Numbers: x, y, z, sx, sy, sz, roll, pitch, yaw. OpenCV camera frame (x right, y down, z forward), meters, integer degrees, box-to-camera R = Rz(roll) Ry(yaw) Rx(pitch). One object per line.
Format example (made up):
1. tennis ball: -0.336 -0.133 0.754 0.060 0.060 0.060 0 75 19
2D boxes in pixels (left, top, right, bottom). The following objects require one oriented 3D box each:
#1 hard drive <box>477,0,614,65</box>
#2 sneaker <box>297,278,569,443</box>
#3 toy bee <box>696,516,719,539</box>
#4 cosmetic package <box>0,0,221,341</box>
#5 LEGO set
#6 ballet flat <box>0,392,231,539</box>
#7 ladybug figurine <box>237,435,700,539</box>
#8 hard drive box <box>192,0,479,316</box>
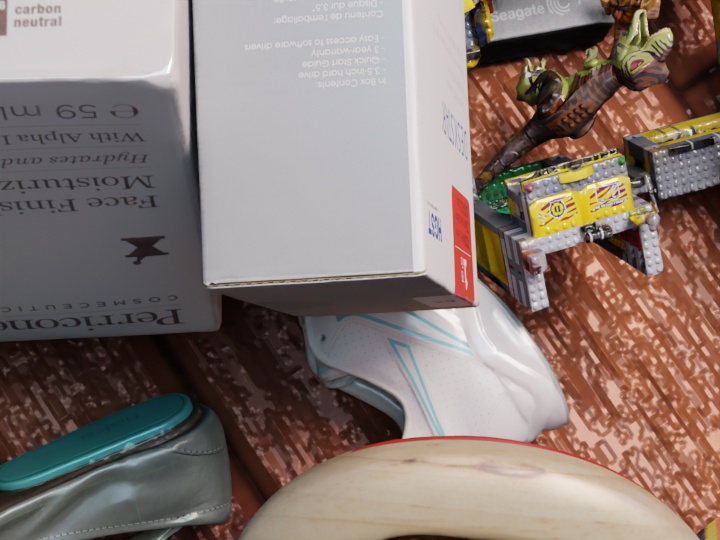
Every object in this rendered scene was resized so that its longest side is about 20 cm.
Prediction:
1. hard drive: 0.022 -0.186 0.945 0.138 0.033 0.202 -10 77 -9
2. sneaker: 0.000 0.000 0.876 0.080 0.070 0.201 -35 79 -2
3. toy bee: 0.226 0.107 0.850 0.199 0.109 0.131 -12 42 -16
4. cosmetic package: -0.136 -0.086 0.770 0.163 0.200 0.166 -2 65 1
5. LEGO set: 0.111 -0.068 0.859 0.198 0.116 0.155 -8 107 -15
6. ballet flat: -0.146 0.105 0.838 0.198 0.067 0.064 -16 108 -7
7. ladybug figurine: 0.049 0.122 0.832 0.198 0.072 0.137 8 114 1
8. hard drive box: -0.007 -0.089 0.756 0.076 0.156 0.202 -3 86 9
